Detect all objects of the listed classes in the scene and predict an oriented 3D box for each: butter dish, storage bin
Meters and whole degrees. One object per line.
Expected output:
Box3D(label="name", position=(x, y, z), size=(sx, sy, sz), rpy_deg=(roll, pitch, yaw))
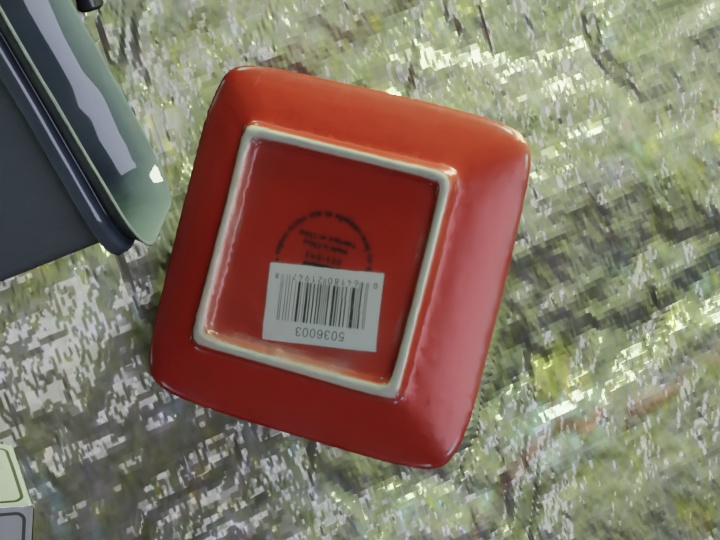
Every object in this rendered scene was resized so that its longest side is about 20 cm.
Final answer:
Box3D(label="butter dish", position=(0.000, 0.000, 0.955), size=(0.199, 0.148, 0.201), rpy_deg=(14, 89, 18))
Box3D(label="storage bin", position=(-0.210, -0.086, 0.863), size=(0.134, 0.146, 0.201), rpy_deg=(-25, 107, 9))

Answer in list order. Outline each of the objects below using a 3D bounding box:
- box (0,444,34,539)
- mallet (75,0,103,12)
Box3D(label="box", position=(-0.224, 0.188, 0.773), size=(0.116, 0.060, 0.201), rpy_deg=(0, 112, -22))
Box3D(label="mallet", position=(-0.178, -0.241, 0.887), size=(0.041, 0.066, 0.201), rpy_deg=(-23, 104, -18))
